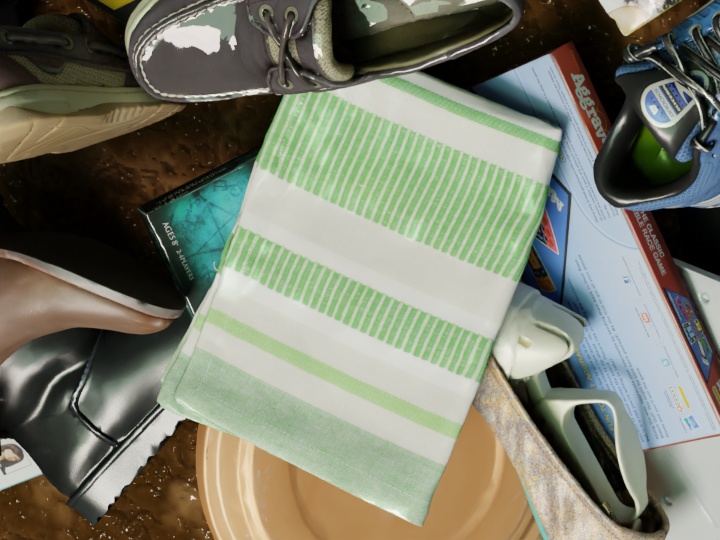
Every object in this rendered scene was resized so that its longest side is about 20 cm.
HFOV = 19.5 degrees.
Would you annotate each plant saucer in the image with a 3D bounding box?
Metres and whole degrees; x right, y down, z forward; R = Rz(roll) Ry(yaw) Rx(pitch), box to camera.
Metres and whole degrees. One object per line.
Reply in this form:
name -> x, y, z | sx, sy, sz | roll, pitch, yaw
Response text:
plant saucer -> 0.015, 0.093, 1.075 | 0.199, 0.032, 0.202 | -3, 101, -17

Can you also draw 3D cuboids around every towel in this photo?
towel -> 0.000, 0.000, 1.011 | 0.152, 0.023, 0.201 | 23, 91, 19

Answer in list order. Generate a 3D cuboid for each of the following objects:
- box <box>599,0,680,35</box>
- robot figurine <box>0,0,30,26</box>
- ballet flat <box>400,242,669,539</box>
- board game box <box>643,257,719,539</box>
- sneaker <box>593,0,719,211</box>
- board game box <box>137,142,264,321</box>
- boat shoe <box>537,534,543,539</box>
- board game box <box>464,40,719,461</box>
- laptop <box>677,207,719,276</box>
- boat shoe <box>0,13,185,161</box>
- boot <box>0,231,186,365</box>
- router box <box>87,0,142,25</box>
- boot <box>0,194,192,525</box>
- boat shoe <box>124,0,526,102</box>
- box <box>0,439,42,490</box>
box -> 0.179, -0.187, 0.921 | 0.199, 0.050, 0.075 | -33, 100, 34
robot figurine -> -0.251, -0.110, 1.072 | 0.124, 0.200, 0.151 | 28, 124, 9
ballet flat -> 0.093, 0.059, 1.031 | 0.067, 0.068, 0.201 | -25, 100, 39
board game box -> 0.188, 0.094, 1.035 | 0.199, 0.026, 0.201 | 24, 126, 40
sneaker -> 0.166, -0.084, 0.909 | 0.079, 0.089, 0.200 | 56, 142, 19
board game box -> -0.013, 0.026, 1.085 | 0.135, 0.028, 0.201 | -28, 107, -11
boat shoe -> 0.035, 0.191, 1.176 | 0.071, 0.065, 0.200 | 41, 125, 0
board game box -> 0.108, -0.005, 1.031 | 0.103, 0.019, 0.201 | -19, 98, 51
laptop -> 0.260, -0.012, 0.999 | 0.198, 0.103, 0.178 | -11, 113, 2
boat shoe -> -0.147, -0.095, 1.033 | 0.072, 0.200, 0.065 | -20, 90, 22
boot -> -0.191, 0.077, 1.072 | 0.185, 0.064, 0.202 | 16, 103, 16
router box -> -0.059, -0.191, 0.984 | 0.157, 0.053, 0.199 | 30, 132, -34
boot -> -0.150, 0.022, 1.125 | 0.162, 0.073, 0.199 | 41, 97, -3
boat shoe -> -0.017, -0.117, 0.975 | 0.198, 0.065, 0.072 | -12, 125, 8
box -> -0.202, 0.078, 1.237 | 0.199, 0.049, 0.083 | -22, 103, 32
